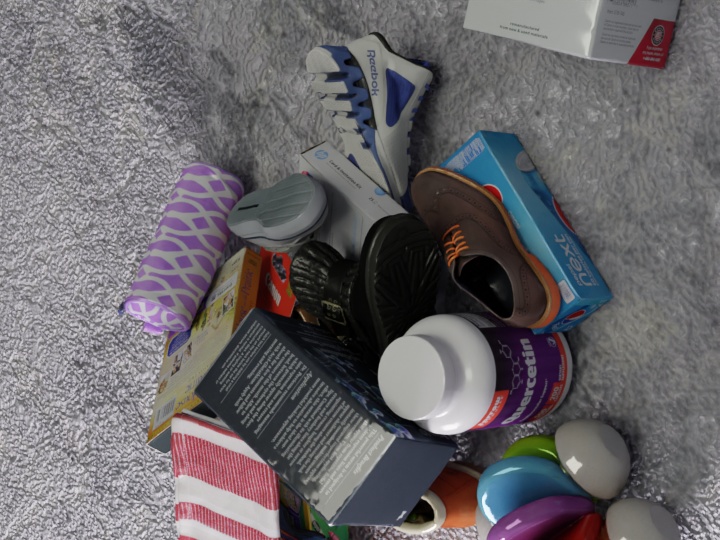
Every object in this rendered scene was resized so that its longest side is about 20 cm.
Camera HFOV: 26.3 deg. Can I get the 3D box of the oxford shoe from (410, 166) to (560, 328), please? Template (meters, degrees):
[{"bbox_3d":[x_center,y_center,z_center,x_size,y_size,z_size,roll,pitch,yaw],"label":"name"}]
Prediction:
[{"bbox_3d":[0.106,-0.027,1.453,0.200,0.072,0.071,48,119,27],"label":"oxford shoe"}]

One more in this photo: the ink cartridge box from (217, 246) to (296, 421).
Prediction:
[{"bbox_3d":[-0.132,0.062,1.713,0.162,0.050,0.200,-125,48,-60],"label":"ink cartridge box"}]

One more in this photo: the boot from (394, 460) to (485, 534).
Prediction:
[{"bbox_3d":[0.037,0.224,1.591,0.200,0.107,0.075,6,102,42],"label":"boot"}]

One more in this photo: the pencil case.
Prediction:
[{"bbox_3d":[-0.196,-0.023,1.736,0.084,0.086,0.200,21,68,3],"label":"pencil case"}]

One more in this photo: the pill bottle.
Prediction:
[{"bbox_3d":[0.108,0.096,1.463,0.112,0.200,0.113,1,92,39],"label":"pill bottle"}]

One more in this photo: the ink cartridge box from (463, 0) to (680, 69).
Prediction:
[{"bbox_3d":[0.208,-0.299,1.399,0.144,0.145,0.201,22,105,37],"label":"ink cartridge box"}]

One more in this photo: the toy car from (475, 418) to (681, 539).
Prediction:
[{"bbox_3d":[0.183,0.248,1.442,0.175,0.150,0.200,-44,65,32],"label":"toy car"}]

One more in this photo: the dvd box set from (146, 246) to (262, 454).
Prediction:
[{"bbox_3d":[-0.170,0.087,1.688,0.146,0.029,0.200,-38,33,36],"label":"dvd box set"}]

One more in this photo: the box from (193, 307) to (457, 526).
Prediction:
[{"bbox_3d":[-0.033,0.143,1.474,0.200,0.148,0.107,41,99,26],"label":"box"}]

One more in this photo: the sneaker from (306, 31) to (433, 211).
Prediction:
[{"bbox_3d":[0.032,-0.160,1.588,0.080,0.115,0.200,20,136,56],"label":"sneaker"}]

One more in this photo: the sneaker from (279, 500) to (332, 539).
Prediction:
[{"bbox_3d":[-0.080,0.305,1.609,0.200,0.078,0.075,33,142,29],"label":"sneaker"}]

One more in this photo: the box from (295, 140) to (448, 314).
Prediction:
[{"bbox_3d":[0.009,-0.017,1.601,0.200,0.041,0.156,42,146,30],"label":"box"}]

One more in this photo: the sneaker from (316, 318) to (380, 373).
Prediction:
[{"bbox_3d":[0.003,0.129,1.583,0.060,0.104,0.200,-29,32,13],"label":"sneaker"}]

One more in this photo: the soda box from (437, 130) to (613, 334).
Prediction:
[{"bbox_3d":[0.160,-0.039,1.500,0.064,0.068,0.200,-40,67,31],"label":"soda box"}]

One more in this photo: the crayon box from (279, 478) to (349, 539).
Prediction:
[{"bbox_3d":[-0.076,0.227,1.661,0.119,0.058,0.200,29,138,35],"label":"crayon box"}]

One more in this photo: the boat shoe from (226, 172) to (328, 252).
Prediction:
[{"bbox_3d":[-0.070,-0.054,1.599,0.074,0.067,0.200,-58,22,-11],"label":"boat shoe"}]

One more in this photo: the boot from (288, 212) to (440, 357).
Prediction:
[{"bbox_3d":[-0.002,0.002,1.505,0.158,0.079,0.211,39,147,35],"label":"boot"}]

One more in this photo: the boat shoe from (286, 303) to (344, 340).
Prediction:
[{"bbox_3d":[-0.064,0.125,1.687,0.076,0.074,0.201,11,102,39],"label":"boat shoe"}]

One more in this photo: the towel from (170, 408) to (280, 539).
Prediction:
[{"bbox_3d":[-0.138,0.252,1.573,0.144,0.023,0.201,14,112,38],"label":"towel"}]
